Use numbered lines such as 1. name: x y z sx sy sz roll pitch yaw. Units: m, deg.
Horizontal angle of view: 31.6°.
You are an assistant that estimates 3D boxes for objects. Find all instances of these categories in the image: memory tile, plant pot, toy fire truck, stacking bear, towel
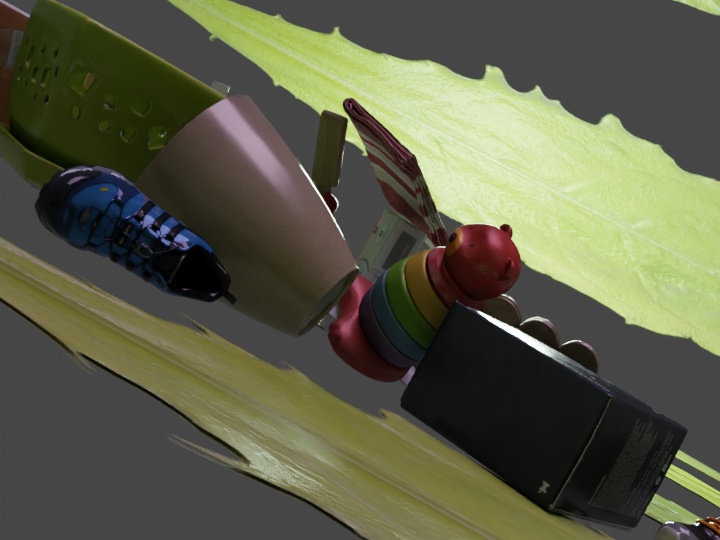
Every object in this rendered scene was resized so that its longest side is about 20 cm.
1. memory tile: 0.155 0.106 1.412 0.199 0.155 0.017 31 24 16
2. plant pot: -0.285 -0.164 1.390 0.198 0.183 0.200 27 4 -33
3. toy fire truck: -0.102 -0.096 1.511 0.175 0.201 0.129 29 -18 10
4. stacking bear: 0.078 0.023 1.305 0.114 0.199 0.122 40 34 -22
5. towel: 0.046 -0.100 1.510 0.144 0.023 0.201 48 -10 42
6. plant pot: -0.102 -0.036 1.253 0.200 0.188 0.187 43 5 10

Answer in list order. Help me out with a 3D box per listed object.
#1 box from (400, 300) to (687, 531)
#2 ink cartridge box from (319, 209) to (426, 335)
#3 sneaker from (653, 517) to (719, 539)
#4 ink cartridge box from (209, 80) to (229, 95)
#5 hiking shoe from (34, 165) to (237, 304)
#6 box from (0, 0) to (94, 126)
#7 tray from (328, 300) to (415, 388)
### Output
1. box: 0.180 0.145 1.245 0.199 0.125 0.196 31 5 37
2. ink cartridge box: 0.000 0.000 1.564 0.047 0.161 0.200 29 2 -17
3. sneaker: 0.360 0.272 1.241 0.199 0.078 0.078 26 6 -37
4. ink cartridge box: -0.214 -0.156 1.755 0.067 0.202 0.116 27 3 -22
5. hiking shoe: -0.187 -0.031 1.095 0.086 0.075 0.199 30 3 40
6. box: -0.427 -0.234 1.490 0.199 0.153 0.106 27 4 -32
7. tray: -0.008 0.058 1.407 0.200 0.022 0.107 43 -2 -14
